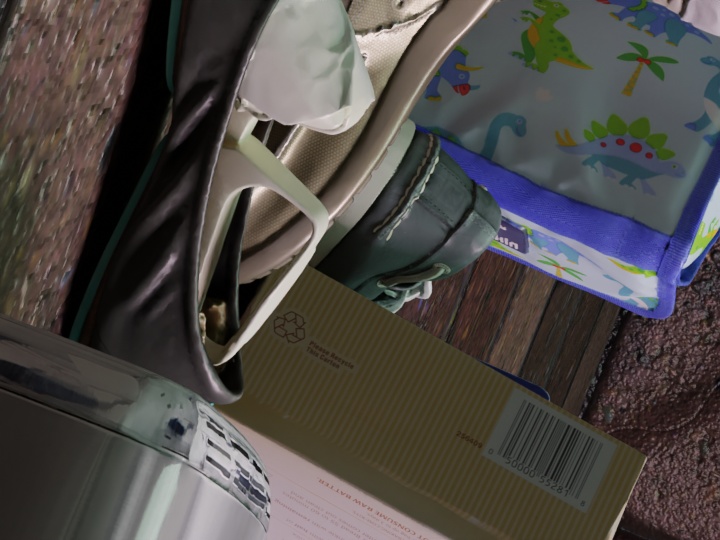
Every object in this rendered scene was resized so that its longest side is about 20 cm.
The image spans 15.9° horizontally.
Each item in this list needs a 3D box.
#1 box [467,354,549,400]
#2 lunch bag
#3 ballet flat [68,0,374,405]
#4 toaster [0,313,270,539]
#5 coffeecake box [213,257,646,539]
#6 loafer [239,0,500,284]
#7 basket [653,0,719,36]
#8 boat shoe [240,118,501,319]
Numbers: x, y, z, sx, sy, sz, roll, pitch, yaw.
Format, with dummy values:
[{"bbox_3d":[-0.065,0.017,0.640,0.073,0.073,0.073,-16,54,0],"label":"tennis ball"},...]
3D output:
[{"bbox_3d":[0.002,0.098,1.170,0.200,0.121,0.033,-55,164,-49],"label":"box"},{"bbox_3d":[0.078,-0.064,1.084,0.200,0.169,0.128,-45,155,-66],"label":"lunch bag"},{"bbox_3d":[-0.035,-0.045,0.822,0.068,0.068,0.201,-46,156,-63],"label":"ballet flat"},{"bbox_3d":[-0.095,0.088,0.690,0.200,0.113,0.130,62,47,-74],"label":"toaster"},{"bbox_3d":[-0.001,0.103,0.984,0.073,0.153,0.200,-61,179,-33],"label":"coffeecake box"},{"bbox_3d":[-0.006,-0.084,0.902,0.200,0.068,0.076,-53,-169,10],"label":"loafer"},{"bbox_3d":[0.122,-0.236,0.967,0.199,0.160,0.200,101,15,-48],"label":"basket"},{"bbox_3d":[0.000,0.000,1.017,0.073,0.062,0.200,-62,-174,-24],"label":"boat shoe"}]
